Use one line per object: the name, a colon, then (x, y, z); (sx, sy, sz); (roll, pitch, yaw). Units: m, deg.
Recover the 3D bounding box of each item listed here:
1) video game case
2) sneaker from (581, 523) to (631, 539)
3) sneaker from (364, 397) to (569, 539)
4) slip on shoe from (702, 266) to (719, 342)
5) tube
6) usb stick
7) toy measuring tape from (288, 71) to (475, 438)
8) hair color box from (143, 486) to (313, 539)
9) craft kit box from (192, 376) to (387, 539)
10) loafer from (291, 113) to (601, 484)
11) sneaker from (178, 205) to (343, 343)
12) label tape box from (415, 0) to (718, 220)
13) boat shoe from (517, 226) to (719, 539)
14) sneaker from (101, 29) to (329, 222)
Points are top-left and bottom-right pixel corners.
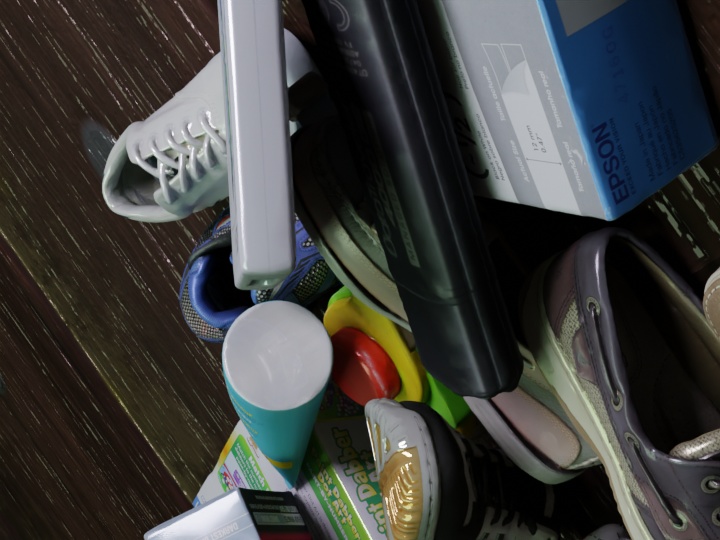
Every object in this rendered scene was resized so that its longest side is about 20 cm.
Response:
video game case: (-0.045, -0.095, 0.719); (0.182, 0.024, 0.201); (152, 114, -85)
sneaker: (0.120, 0.202, 0.899); (0.108, 0.067, 0.202); (45, 148, 23)
sneaker: (0.052, 0.100, 0.842); (0.200, 0.087, 0.076); (73, -172, -71)
slip on shoe: (0.187, 0.079, 0.651); (0.200, 0.061, 0.076); (52, 153, 8)
tube: (-0.045, 0.061, 0.918); (0.200, 0.050, 0.078); (107, 145, -75)
usb stick: (0.020, -0.036, 0.696); (0.055, 0.033, 0.201); (32, 148, 52)
toy measuring tape: (0.000, 0.000, 0.859); (0.073, 0.074, 0.200); (7, 130, 57)
hair color box: (-0.034, 0.216, 0.946); (0.201, 0.060, 0.099); (66, -170, 13)
craft kit box: (-0.016, 0.170, 1.040); (0.200, 0.048, 0.198); (61, 152, 20)
loafer: (0.051, 0.005, 0.791); (0.200, 0.072, 0.063); (49, 138, -12)
sneaker: (-0.062, 0.000, 0.958); (0.075, 0.078, 0.200); (57, 154, 2)
label tape box: (0.030, -0.105, 0.704); (0.200, 0.066, 0.144); (12, 131, 52)
boat shoe: (0.136, 0.071, 0.719); (0.200, 0.072, 0.065); (58, 159, 9)
sneaker: (-0.076, -0.061, 0.920); (0.073, 0.071, 0.200); (56, 154, 0)
